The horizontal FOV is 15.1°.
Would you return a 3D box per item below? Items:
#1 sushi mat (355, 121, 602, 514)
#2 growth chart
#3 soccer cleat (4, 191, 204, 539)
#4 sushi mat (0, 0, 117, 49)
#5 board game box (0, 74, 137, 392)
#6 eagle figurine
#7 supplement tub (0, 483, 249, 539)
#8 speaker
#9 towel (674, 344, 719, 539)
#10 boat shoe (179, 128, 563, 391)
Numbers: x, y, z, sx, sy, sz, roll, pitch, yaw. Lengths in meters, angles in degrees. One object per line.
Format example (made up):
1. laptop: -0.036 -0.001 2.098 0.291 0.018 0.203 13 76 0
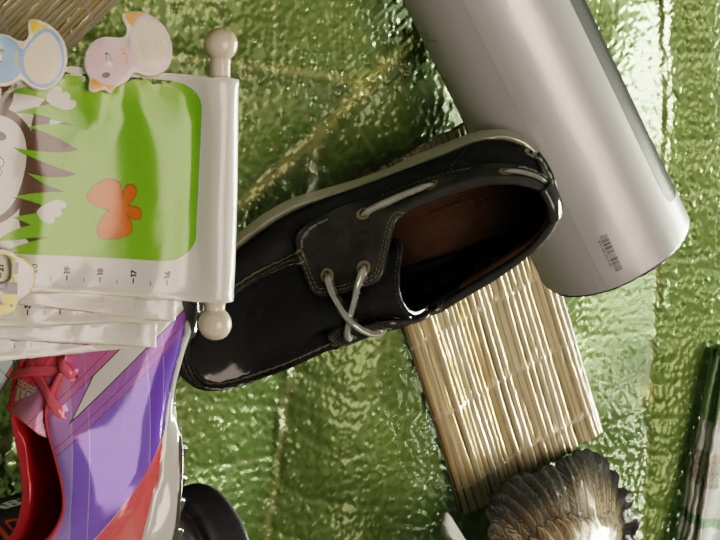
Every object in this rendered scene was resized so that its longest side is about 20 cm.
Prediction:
1. sushi mat: 0.063 0.020 1.378 0.096 0.012 0.200 -31 116 -28
2. growth chart: -0.139 -0.025 1.079 0.200 0.018 0.145 -9 100 -14
3. soccer cleat: -0.110 0.033 1.130 0.073 0.068 0.201 1 97 -29
4. sushi mat: -0.100 -0.162 1.186 0.200 0.012 0.096 -47 154 -19
5. board game box: -0.151 0.007 1.175 0.200 0.023 0.105 -59 169 -10
6. eagle figurine: 0.098 0.177 1.373 0.200 0.151 0.152 -13 98 -22
7. supplement tub: -0.147 0.151 1.199 0.200 0.107 0.107 -15 109 -33
8. speaker: 0.084 -0.090 1.315 0.081 0.081 0.200 -38 113 -23
9. towel: 0.229 0.145 1.521 0.149 0.031 0.201 7 94 -39
10. boat shoe: 0.000 0.000 1.261 0.200 0.068 0.072 -27 117 2
